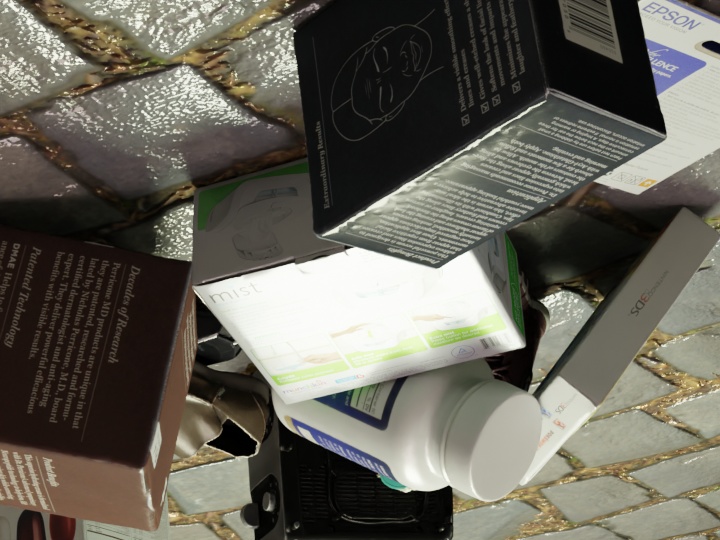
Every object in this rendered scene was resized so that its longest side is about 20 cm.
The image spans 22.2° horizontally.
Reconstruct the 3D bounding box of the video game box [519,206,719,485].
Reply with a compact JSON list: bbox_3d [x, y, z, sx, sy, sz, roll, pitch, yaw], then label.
[{"bbox_3d":[0.196,0.064,1.492,0.047,0.200,0.182,39,150,3],"label":"video game box"}]

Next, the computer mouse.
[{"bbox_3d":[-0.127,0.059,1.550,0.200,0.046,0.140,-18,158,10],"label":"computer mouse"}]

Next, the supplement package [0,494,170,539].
[{"bbox_3d":[-0.301,0.284,1.792,0.191,0.201,0.147,-20,153,24],"label":"supplement package"}]

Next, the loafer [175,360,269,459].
[{"bbox_3d":[-0.144,0.117,1.521,0.073,0.071,0.200,-31,151,35],"label":"loafer"}]

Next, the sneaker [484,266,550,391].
[{"bbox_3d":[0.105,0.062,1.512,0.075,0.116,0.200,0,161,28],"label":"sneaker"}]

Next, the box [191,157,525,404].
[{"bbox_3d":[0.000,0.000,1.349,0.199,0.097,0.177,-15,141,16],"label":"box"}]

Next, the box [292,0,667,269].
[{"bbox_3d":[0.065,-0.112,1.100,0.107,0.149,0.200,15,147,-40],"label":"box"}]

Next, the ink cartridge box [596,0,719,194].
[{"bbox_3d":[0.189,-0.127,1.233,0.197,0.047,0.200,15,146,-37],"label":"ink cartridge box"}]

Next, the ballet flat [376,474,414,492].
[{"bbox_3d":[0.040,0.094,1.580,0.072,0.072,0.201,-4,115,-8],"label":"ballet flat"}]

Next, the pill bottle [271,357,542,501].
[{"bbox_3d":[0.038,0.106,1.450,0.200,0.120,0.120,22,176,37],"label":"pill bottle"}]

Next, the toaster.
[{"bbox_3d":[-0.009,0.176,1.672,0.199,0.181,0.119,4,159,-25],"label":"toaster"}]

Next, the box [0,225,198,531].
[{"bbox_3d":[-0.233,0.079,1.351,0.199,0.165,0.166,10,156,0],"label":"box"}]
